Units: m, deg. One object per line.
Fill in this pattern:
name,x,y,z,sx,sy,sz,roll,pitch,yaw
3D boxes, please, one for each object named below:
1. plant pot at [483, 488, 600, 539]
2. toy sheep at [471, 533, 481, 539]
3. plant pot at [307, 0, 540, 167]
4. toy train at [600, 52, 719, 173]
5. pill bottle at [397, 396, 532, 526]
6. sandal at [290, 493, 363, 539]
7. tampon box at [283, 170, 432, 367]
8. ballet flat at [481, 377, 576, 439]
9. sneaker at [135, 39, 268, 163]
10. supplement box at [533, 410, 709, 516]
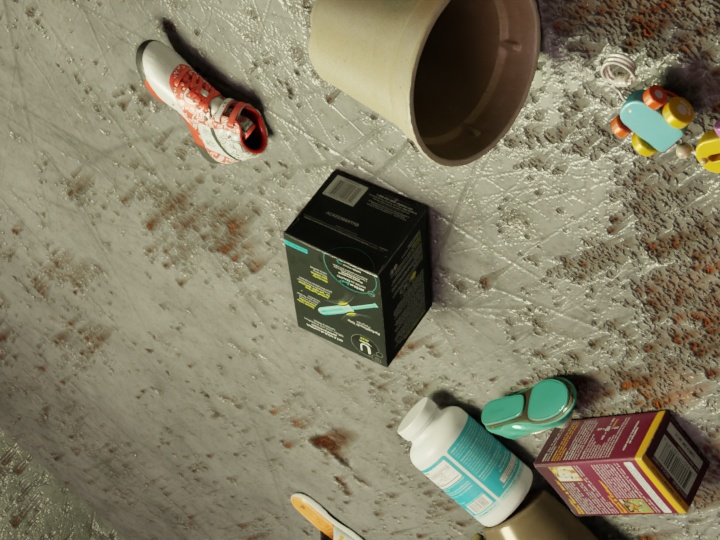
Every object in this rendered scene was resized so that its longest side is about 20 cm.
plant pot,0.278,0.429,1.977,0.175,0.200,0.200,57,147,0
toy sheep,0.196,0.525,2.214,0.137,0.138,0.201,12,140,35
plant pot,0.052,-0.229,1.354,0.183,0.200,0.201,26,148,37
toy train,0.335,-0.164,1.265,0.199,0.056,0.151,14,140,28
pill bottle,0.151,0.278,1.961,0.200,0.111,0.111,42,148,-6
sandal,-0.063,0.511,2.524,0.206,0.059,0.079,39,149,-2
tampon box,0.000,0.000,1.738,0.149,0.126,0.200,24,147,22
ballet flat,0.249,0.192,1.810,0.070,0.068,0.200,23,155,-25
sneaker,-0.198,-0.222,1.710,0.108,0.067,0.202,1,137,43
supplement box,0.346,0.261,1.765,0.110,0.086,0.200,49,147,-19
